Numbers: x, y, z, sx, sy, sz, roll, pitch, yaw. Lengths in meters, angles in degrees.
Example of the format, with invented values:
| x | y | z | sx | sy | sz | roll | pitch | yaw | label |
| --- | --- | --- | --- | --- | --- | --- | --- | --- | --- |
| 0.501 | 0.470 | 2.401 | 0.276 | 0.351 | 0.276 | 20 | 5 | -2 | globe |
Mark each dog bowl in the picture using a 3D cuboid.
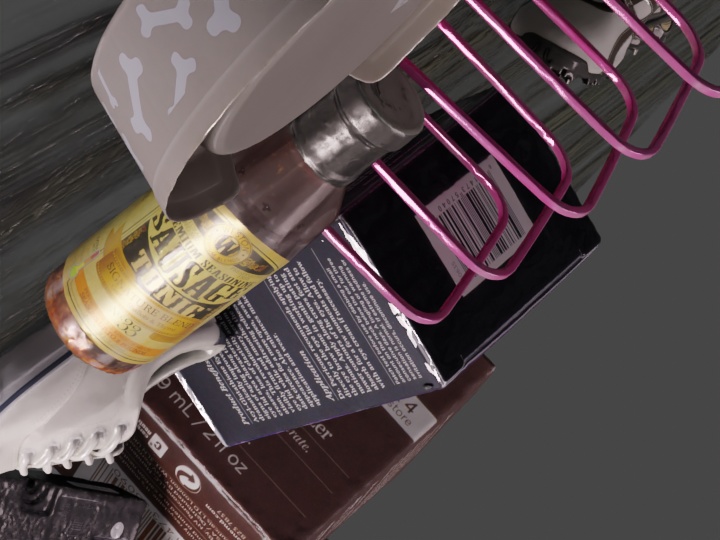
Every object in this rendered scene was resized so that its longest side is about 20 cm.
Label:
| x | y | z | sx | sy | sz | roll | pitch | yaw | label |
| --- | --- | --- | --- | --- | --- | --- | --- | --- | --- |
| -0.016 | -0.106 | 0.840 | 0.200 | 0.059 | 0.200 | -42 | 175 | -5 | dog bowl |

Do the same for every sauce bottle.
| x | y | z | sx | sy | sz | roll | pitch | yaw | label |
| --- | --- | --- | --- | --- | --- | --- | --- | --- | --- |
| -0.056 | -0.026 | 1.002 | 0.200 | 0.066 | 0.066 | -38 | 178 | 33 | sauce bottle |

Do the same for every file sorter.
| x | y | z | sx | sy | sz | roll | pitch | yaw | label |
| --- | --- | --- | --- | --- | --- | --- | --- | --- | --- |
| 0.071 | -0.089 | 1.034 | 0.200 | 0.125 | 0.139 | -41 | -172 | 36 | file sorter |

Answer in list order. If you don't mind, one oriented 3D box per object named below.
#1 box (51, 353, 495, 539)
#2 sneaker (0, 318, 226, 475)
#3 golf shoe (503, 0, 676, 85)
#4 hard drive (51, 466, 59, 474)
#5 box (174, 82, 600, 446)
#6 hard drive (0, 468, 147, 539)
| x | y | z | sx | sy | sz | roll | pitch | yaw | label |
| --- | --- | --- | --- | --- | --- | --- | --- | --- | --- |
| -0.060 | 0.089 | 1.428 | 0.200 | 0.166 | 0.164 | -40 | 173 | -33 | box |
| -0.148 | 0.069 | 1.144 | 0.200 | 0.071 | 0.073 | -41 | 174 | -24 | sneaker |
| 0.158 | -0.183 | 1.495 | 0.200 | 0.078 | 0.095 | -37 | 155 | -58 | golf shoe |
| -0.213 | 0.211 | 1.482 | 0.132 | 0.027 | 0.200 | -44 | -155 | 8 | hard drive |
| 0.000 | 0.000 | 1.221 | 0.148 | 0.104 | 0.200 | -39 | -168 | -37 | box |
| -0.207 | 0.210 | 1.287 | 0.140 | 0.038 | 0.200 | 17 | 92 | -53 | hard drive |
